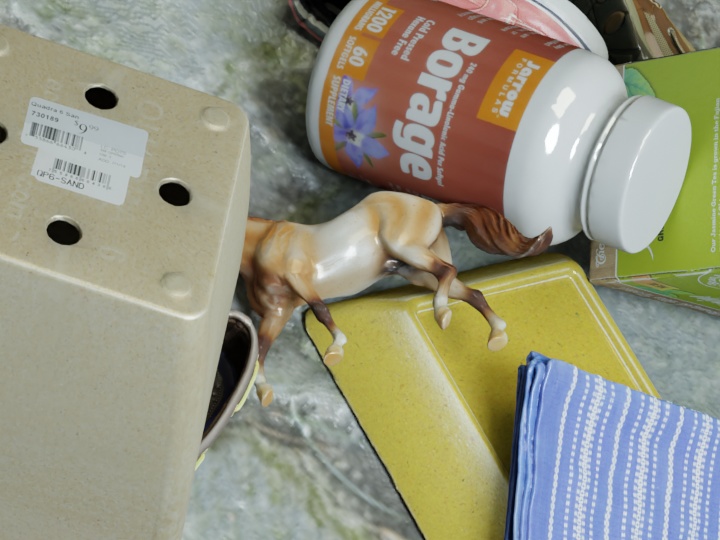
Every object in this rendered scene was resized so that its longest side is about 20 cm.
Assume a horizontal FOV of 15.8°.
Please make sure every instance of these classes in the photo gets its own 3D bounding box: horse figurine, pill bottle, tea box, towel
[{"bbox_3d":[0.000,0.000,1.396,0.199,0.050,0.133,-15,45,-9],"label":"horse figurine"},{"bbox_3d":[0.078,-0.081,1.457,0.199,0.113,0.112,21,37,25],"label":"pill bottle"},{"bbox_3d":[0.268,-0.048,1.507,0.199,0.196,0.135,13,76,-44],"label":"tea box"},{"bbox_3d":[0.155,0.135,1.402,0.199,0.024,0.146,20,69,-35],"label":"towel"}]

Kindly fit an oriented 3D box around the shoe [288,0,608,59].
[{"bbox_3d":[0.052,-0.144,1.583,0.199,0.072,0.091,29,45,-4],"label":"shoe"}]

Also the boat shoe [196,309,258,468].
[{"bbox_3d":[-0.114,0.087,1.280,0.072,0.060,0.200,42,43,2],"label":"boat shoe"}]

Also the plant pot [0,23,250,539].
[{"bbox_3d":[-0.146,0.010,1.168,0.199,0.177,0.201,18,46,-8],"label":"plant pot"}]

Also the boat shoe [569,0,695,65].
[{"bbox_3d":[0.180,-0.123,1.657,0.074,0.076,0.201,-9,70,-45],"label":"boat shoe"}]

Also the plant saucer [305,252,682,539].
[{"bbox_3d":[0.095,0.075,1.447,0.199,0.048,0.201,-13,64,-41],"label":"plant saucer"}]
